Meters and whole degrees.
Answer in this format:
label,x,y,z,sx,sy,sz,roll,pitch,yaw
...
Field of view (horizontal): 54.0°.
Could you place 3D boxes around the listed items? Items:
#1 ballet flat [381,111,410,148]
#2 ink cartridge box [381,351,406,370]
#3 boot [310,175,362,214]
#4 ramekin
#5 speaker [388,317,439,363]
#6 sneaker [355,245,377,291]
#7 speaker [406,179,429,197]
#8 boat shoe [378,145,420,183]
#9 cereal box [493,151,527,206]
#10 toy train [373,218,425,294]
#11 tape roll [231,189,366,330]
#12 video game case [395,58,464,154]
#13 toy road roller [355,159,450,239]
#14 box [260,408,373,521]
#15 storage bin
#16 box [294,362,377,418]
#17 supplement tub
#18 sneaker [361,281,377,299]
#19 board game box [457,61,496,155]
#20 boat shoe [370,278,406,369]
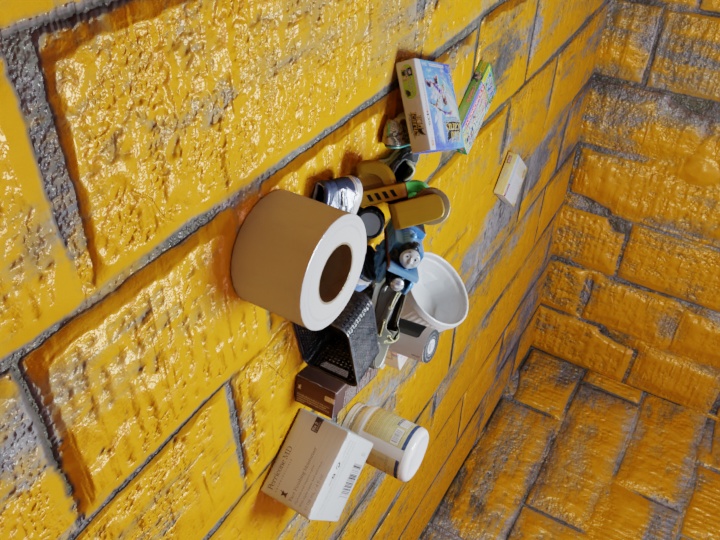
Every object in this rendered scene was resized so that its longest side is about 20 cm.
label,x,y,z,sx,sy,sz,roll,pitch,yaw
ballet flat,0.109,-0.296,1.483,0.200,0.068,0.076,-17,115,-58
ink cartridge box,0.097,0.174,1.843,0.117,0.067,0.200,-54,153,-32
boot,-0.063,-0.079,1.300,0.090,0.073,0.201,-11,122,-42
ramekin,0.159,0.065,1.735,0.105,0.200,0.200,-36,-177,42
speaker,0.071,0.142,1.591,0.081,0.199,0.081,-39,137,-48
sneaker,0.000,0.000,1.502,0.077,0.076,0.200,-36,176,20
speaker,0.132,-0.151,1.590,0.200,0.088,0.089,9,102,-78
boat shoe,0.085,-0.213,1.489,0.201,0.066,0.072,-36,139,-53
cereal box,0.507,-0.304,2.374,0.200,0.039,0.144,18,93,-67
toy train,0.082,-0.037,1.443,0.114,0.086,0.200,-61,-167,25
tape roll,-0.097,-0.018,1.165,0.203,0.139,0.203,-46,148,-41
video game case,0.149,-0.337,1.460,0.200,0.045,0.182,-22,103,-60
toy road roller,0.064,-0.148,1.352,0.123,0.199,0.146,-72,150,-81
box,-0.090,0.436,1.572,0.199,0.130,0.200,-64,156,-11
storage bin,-0.047,0.122,1.394,0.094,0.135,0.200,-52,152,-32
box,-0.046,0.228,1.534,0.200,0.100,0.075,-32,138,-54
supplement tub,0.059,0.435,1.810,0.144,0.200,0.145,-47,149,-40
sneaker,0.024,0.048,1.594,0.071,0.075,0.200,64,26,1
board game box,0.293,-0.417,1.824,0.200,0.029,0.135,-65,158,-8
boat shoe,0.052,0.120,1.498,0.072,0.060,0.202,-6,110,-58
